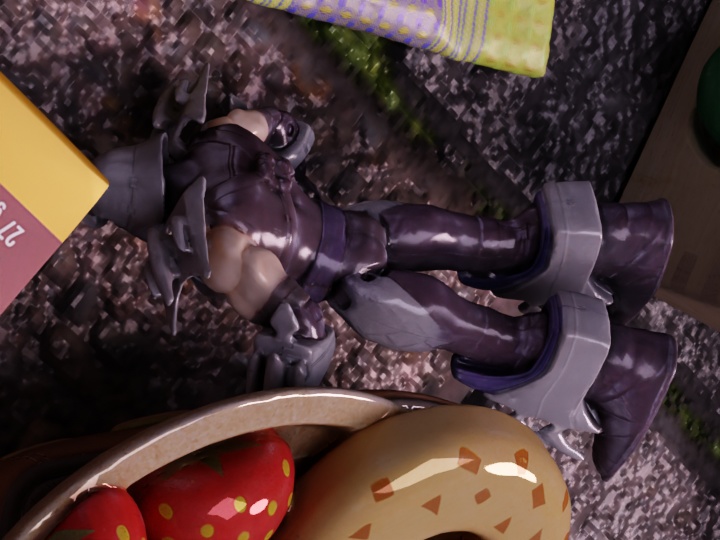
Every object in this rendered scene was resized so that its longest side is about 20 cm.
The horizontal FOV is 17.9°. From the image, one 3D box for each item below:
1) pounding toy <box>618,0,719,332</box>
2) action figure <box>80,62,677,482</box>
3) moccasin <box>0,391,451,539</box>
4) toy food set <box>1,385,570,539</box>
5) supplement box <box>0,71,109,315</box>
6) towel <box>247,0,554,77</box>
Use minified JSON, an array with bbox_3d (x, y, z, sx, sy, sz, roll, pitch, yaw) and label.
[{"bbox_3d":[0.191,-0.025,0.833,0.200,0.142,0.184,26,87,-37],"label":"pounding toy"},{"bbox_3d":[0.000,0.000,0.710,0.200,0.130,0.069,15,136,-15],"label":"action figure"},{"bbox_3d":[-0.034,0.079,0.746,0.201,0.078,0.074,-9,96,-27],"label":"moccasin"},{"bbox_3d":[-0.038,0.122,0.660,0.200,0.049,0.198,2,118,-40],"label":"toy food set"},{"bbox_3d":[-0.205,-0.007,0.528,0.197,0.200,0.133,-52,126,-11],"label":"supplement box"},{"bbox_3d":[0.003,-0.150,0.742,0.200,0.023,0.144,15,94,-37],"label":"towel"}]
